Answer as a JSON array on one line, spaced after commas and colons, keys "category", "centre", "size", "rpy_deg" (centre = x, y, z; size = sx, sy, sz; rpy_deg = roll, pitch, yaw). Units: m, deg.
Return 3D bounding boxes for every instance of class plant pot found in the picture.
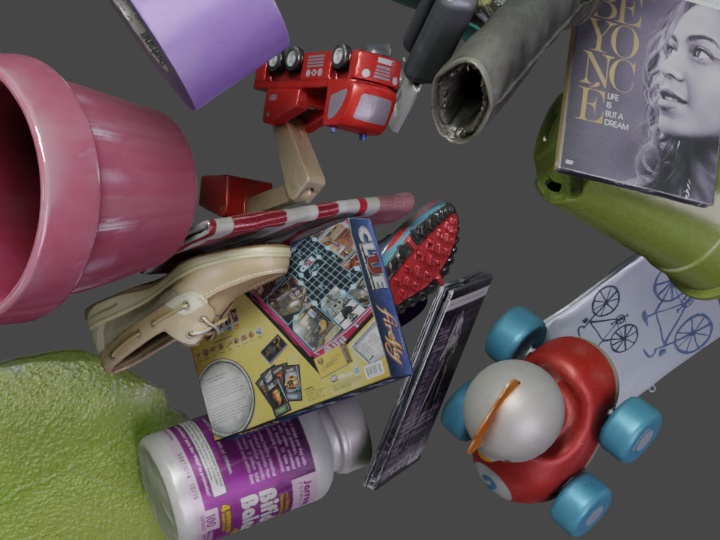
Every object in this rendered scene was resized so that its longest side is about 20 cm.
[{"category": "plant pot", "centre": [-0.229, -0.061, 1.308], "size": [0.179, 0.200, 0.200], "rpy_deg": [-3, 125, -49]}, {"category": "plant pot", "centre": [0.268, -0.095, 1.604], "size": [0.190, 0.200, 0.200], "rpy_deg": [18, 112, -26]}]

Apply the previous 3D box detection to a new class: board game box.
[{"category": "board game box", "centre": [-0.058, 0.052, 1.459], "size": [0.200, 0.136, 0.035], "rpy_deg": [-22, 168, 35]}]

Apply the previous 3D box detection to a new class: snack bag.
[{"category": "snack bag", "centre": [0.286, 0.061, 1.824], "size": [0.200, 0.021, 0.189], "rpy_deg": [-36, 133, -5]}]

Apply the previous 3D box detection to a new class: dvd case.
[{"category": "dvd case", "centre": [0.064, 0.100, 1.631], "size": [0.200, 0.016, 0.149], "rpy_deg": [-69, 165, 12]}, {"category": "dvd case", "centre": [0.250, -0.166, 1.521], "size": [0.148, 0.016, 0.201], "rpy_deg": [12, 75, -14]}]

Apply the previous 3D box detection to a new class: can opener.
[{"category": "can opener", "centre": [0.037, -0.180, 1.412], "size": [0.067, 0.053, 0.200], "rpy_deg": [4, 153, -13]}]

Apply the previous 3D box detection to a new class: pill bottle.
[{"category": "pill bottle", "centre": [-0.095, 0.174, 1.605], "size": [0.200, 0.112, 0.113], "rpy_deg": [-19, 130, -19]}]

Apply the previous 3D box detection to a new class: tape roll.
[{"category": "tape roll", "centre": [-0.139, -0.217, 1.227], "size": [0.085, 0.200, 0.200], "rpy_deg": [-35, 134, -6]}]

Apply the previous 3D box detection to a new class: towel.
[{"category": "towel", "centre": [-0.072, -0.030, 1.451], "size": [0.200, 0.144, 0.023], "rpy_deg": [-9, 83, -35]}]

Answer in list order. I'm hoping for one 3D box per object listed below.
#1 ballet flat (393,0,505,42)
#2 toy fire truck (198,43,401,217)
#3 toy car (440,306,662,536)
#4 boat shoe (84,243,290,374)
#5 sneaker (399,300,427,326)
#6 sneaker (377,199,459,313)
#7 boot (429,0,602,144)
[{"category": "ballet flat", "centre": [0.076, -0.235, 1.455], "size": [0.200, 0.072, 0.072], "rpy_deg": [23, 108, -41]}, {"category": "toy fire truck", "centre": [-0.050, -0.107, 1.405], "size": [0.049, 0.200, 0.142], "rpy_deg": [10, 88, -37]}, {"category": "toy car", "centre": [0.146, 0.146, 1.647], "size": [0.200, 0.184, 0.177], "rpy_deg": [0, 125, -57]}, {"category": "boat shoe", "centre": [-0.138, 0.031, 1.443], "size": [0.200, 0.065, 0.072], "rpy_deg": [-22, 167, 24]}, {"category": "sneaker", "centre": [-0.021, 0.061, 1.585], "size": [0.200, 0.088, 0.081], "rpy_deg": [-20, 129, -20]}, {"category": "sneaker", "centre": [0.000, 0.000, 1.524], "size": [0.200, 0.095, 0.079], "rpy_deg": [-44, 142, -16]}, {"category": "boot", "centre": [0.135, -0.214, 1.381], "size": [0.200, 0.072, 0.182], "rpy_deg": [-38, 152, -34]}]
